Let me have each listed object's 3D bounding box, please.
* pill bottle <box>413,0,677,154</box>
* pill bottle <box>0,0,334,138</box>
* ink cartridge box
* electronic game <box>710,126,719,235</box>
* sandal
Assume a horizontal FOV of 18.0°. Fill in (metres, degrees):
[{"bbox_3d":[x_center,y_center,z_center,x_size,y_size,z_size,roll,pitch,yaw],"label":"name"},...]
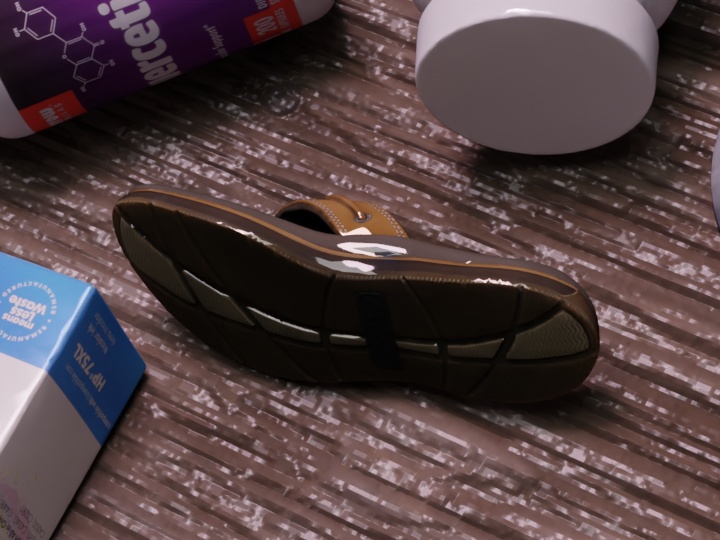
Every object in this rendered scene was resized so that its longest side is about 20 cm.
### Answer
[{"bbox_3d":[0.077,-0.155,0.930,0.115,0.116,0.201,-3,58,14],"label":"pill bottle"},{"bbox_3d":[-0.117,-0.127,0.968,0.199,0.113,0.113,-22,55,2],"label":"pill bottle"},{"bbox_3d":[-0.185,0.087,0.878,0.116,0.067,0.201,17,65,24],"label":"ink cartridge box"},{"bbox_3d":[0.232,-0.041,0.859,0.199,0.042,0.201,-9,49,10],"label":"electronic game"},{"bbox_3d":[0.000,0.000,0.879,0.199,0.082,0.055,7,44,21],"label":"sandal"}]
